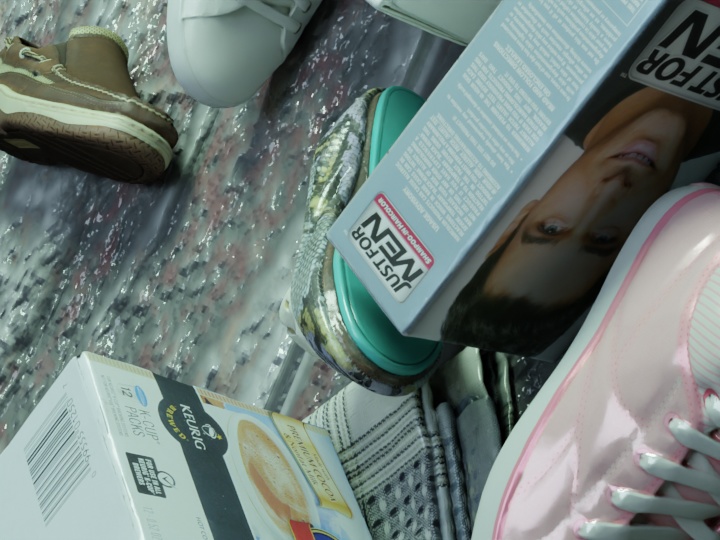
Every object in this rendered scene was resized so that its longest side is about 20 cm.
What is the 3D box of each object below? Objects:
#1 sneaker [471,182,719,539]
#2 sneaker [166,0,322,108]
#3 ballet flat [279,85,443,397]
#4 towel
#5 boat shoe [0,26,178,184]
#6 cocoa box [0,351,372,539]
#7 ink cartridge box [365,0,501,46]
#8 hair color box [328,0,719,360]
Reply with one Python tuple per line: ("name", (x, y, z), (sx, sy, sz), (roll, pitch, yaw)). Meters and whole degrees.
("sneaker", (0.110, 0.068, 0.836), (0.105, 0.075, 0.201), (19, 83, 60))
("sneaker", (-0.028, -0.169, 1.151), (0.085, 0.073, 0.201), (23, 89, 57))
("ballet flat", (0.000, 0.000, 0.998), (0.072, 0.072, 0.201), (-44, 20, 30))
("towel", (-0.006, 0.141, 0.986), (0.200, 0.034, 0.193), (-35, 46, 37))
("boat shoe", (-0.153, -0.097, 1.280), (0.202, 0.075, 0.075), (13, 77, 55))
("cocoa box", (-0.067, 0.157, 0.929), (0.133, 0.131, 0.200), (-51, 40, 25))
("ink cartridge box", (0.006, -0.214, 1.061), (0.200, 0.084, 0.145), (42, 104, 31))
("hair color box", (0.088, -0.062, 0.896), (0.200, 0.099, 0.061), (-52, 54, 21))
